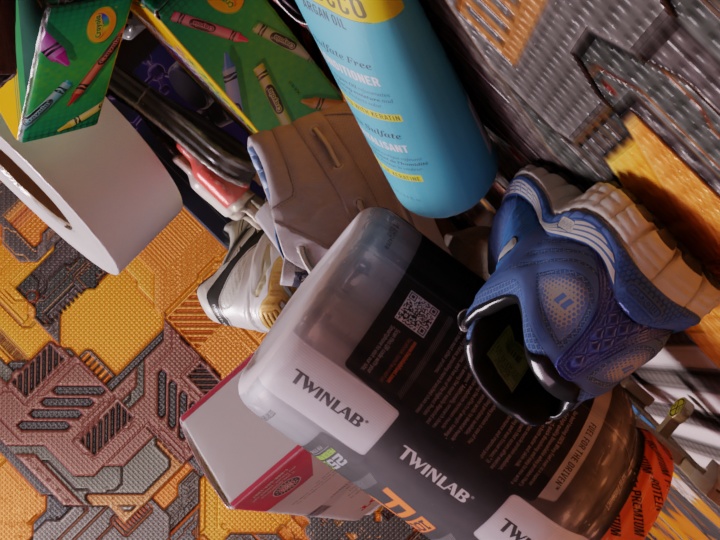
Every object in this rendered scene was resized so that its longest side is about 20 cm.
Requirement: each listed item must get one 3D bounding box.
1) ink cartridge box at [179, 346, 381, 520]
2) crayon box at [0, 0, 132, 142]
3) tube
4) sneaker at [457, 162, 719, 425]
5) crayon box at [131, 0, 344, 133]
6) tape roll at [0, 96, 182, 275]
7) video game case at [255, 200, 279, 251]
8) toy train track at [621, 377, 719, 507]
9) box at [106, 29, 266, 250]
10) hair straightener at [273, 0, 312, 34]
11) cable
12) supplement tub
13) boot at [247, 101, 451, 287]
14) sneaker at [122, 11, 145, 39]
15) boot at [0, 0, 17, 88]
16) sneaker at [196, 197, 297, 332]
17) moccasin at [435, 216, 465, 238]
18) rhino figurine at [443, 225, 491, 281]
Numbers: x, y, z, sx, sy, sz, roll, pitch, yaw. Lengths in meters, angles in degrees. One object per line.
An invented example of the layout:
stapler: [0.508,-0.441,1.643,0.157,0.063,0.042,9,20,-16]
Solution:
ink cartridge box: [-0.014,0.108,0.957,0.083,0.146,0.200,54,-167,25]
crayon box: [-0.216,-0.194,0.791,0.200,0.058,0.119,56,144,21]
tube: [0.007,-0.094,0.524,0.077,0.050,0.200,28,164,34]
sneaker: [0.074,0.011,0.541,0.079,0.089,0.200,45,180,-4]
crayon box: [-0.088,-0.150,0.848,0.119,0.058,0.200,43,177,39]
tape roll: [-0.222,-0.090,0.938,0.202,0.071,0.202,39,166,12]
video game case: [0.028,0.048,0.884,0.200,0.023,0.182,53,-167,29]
toy train track: [0.191,0.094,0.776,0.115,0.033,0.200,38,-175,-11]
box: [-0.107,-0.114,1.035,0.200,0.141,0.079,46,179,-32]
hair straightener: [-0.059,-0.154,0.620,0.200,0.041,0.077,46,178,-11]
cable: [-0.139,-0.095,0.875,0.200,0.050,0.097,33,-177,-10]
supplement tub: [0.050,0.071,0.654,0.200,0.123,0.123,36,179,-4]
boot: [0.000,0.000,0.753,0.074,0.095,0.200,107,144,-71]
sneaker: [-0.198,-0.231,0.861,0.200,0.115,0.075,46,178,-31]
boot: [-0.182,-0.180,0.646,0.200,0.072,0.167,-9,91,59]
sneaker: [-0.059,-0.038,0.971,0.087,0.200,0.076,-2,131,30]
moccasin: [0.076,0.023,0.927,0.201,0.078,0.074,45,176,10]
rhino figurine: [0.091,0.016,0.744,0.088,0.060,0.200,56,173,-10]
